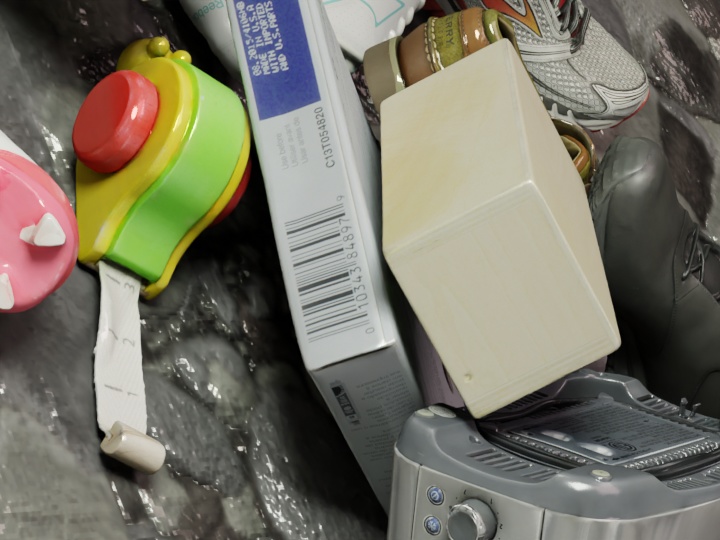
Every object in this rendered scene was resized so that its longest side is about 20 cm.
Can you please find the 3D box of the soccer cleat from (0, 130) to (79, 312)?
[{"bbox_3d":[-0.182,-0.060,0.994,0.200,0.067,0.076,41,2,-13],"label":"soccer cleat"}]

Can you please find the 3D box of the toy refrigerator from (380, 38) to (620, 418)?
[{"bbox_3d":[0.049,-0.021,1.112,0.076,0.070,0.200,60,10,-18],"label":"toy refrigerator"}]

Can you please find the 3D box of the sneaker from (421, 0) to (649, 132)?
[{"bbox_3d":[0.077,-0.144,1.394,0.200,0.082,0.078,39,34,-26],"label":"sneaker"}]

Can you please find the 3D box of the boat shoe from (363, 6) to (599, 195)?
[{"bbox_3d":[0.076,-0.033,1.259,0.200,0.068,0.072,54,21,-38],"label":"boat shoe"}]

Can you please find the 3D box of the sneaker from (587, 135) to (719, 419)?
[{"bbox_3d":[0.147,0.014,1.249,0.201,0.090,0.076,71,33,-49],"label":"sneaker"}]

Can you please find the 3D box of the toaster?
[{"bbox_3d":[0.087,0.117,1.091,0.113,0.130,0.200,18,15,31],"label":"toaster"}]

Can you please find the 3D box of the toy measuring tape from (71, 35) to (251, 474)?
[{"bbox_3d":[-0.074,-0.019,1.080,0.073,0.073,0.201,30,39,-35],"label":"toy measuring tape"}]

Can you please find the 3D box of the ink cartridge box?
[{"bbox_3d":[0.000,0.000,1.158,0.200,0.040,0.201,63,11,-56],"label":"ink cartridge box"}]

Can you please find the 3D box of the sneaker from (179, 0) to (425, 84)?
[{"bbox_3d":[-0.011,-0.122,1.278,0.200,0.070,0.081,-12,75,-49],"label":"sneaker"}]
